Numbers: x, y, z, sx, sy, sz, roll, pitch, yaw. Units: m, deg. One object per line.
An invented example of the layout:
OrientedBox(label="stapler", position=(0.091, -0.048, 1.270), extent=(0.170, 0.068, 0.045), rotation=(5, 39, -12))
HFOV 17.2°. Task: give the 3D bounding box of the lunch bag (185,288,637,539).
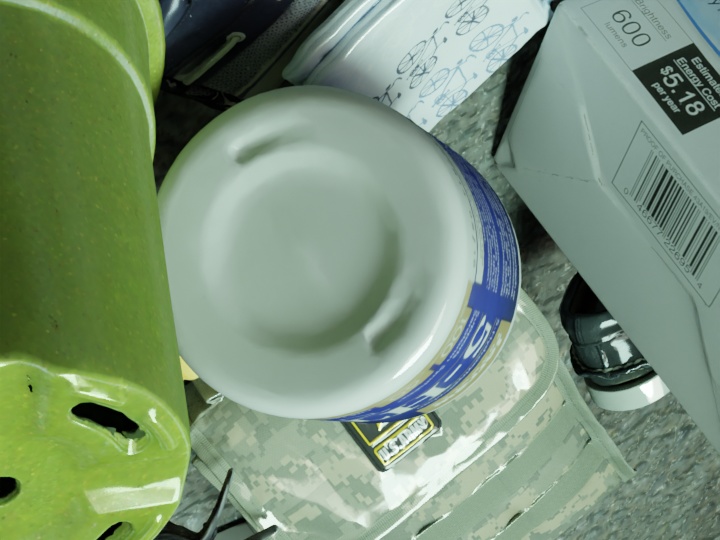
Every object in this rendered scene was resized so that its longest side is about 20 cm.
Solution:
OrientedBox(label="lunch bag", position=(0.017, 0.072, 1.122), extent=(0.164, 0.118, 0.200), rotation=(-39, 139, -2))

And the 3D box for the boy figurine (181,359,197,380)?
OrientedBox(label="boy figurine", position=(-0.120, 0.038, 0.987), extent=(0.199, 0.064, 0.125), rotation=(-29, 145, -23))

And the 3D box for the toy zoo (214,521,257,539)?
OrientedBox(label="toy zoo", position=(-0.109, 0.197, 1.204), extent=(0.199, 0.020, 0.132), rotation=(-20, 139, -31))

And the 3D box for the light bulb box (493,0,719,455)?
OrientedBox(label="light bulb box", position=(0.205, -0.049, 1.098), extent=(0.199, 0.199, 0.125), rotation=(-25, 157, -27))

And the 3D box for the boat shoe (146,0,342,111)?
OrientedBox(label="boat shoe", position=(-0.028, -0.145, 0.875), extent=(0.093, 0.075, 0.200), rotation=(5, 124, -57))

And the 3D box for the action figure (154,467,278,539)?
OrientedBox(label="action figure", position=(-0.127, 0.167, 1.042), extent=(0.199, 0.102, 0.119), rotation=(-31, 119, 13))

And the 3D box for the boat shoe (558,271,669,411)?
OrientedBox(label="boat shoe", position=(0.161, -0.020, 1.179), extent=(0.060, 0.075, 0.200), rotation=(60, 44, -31))

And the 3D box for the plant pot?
OrientedBox(label="plant pot", position=(-0.137, 0.005, 0.777), extent=(0.199, 0.190, 0.201), rotation=(-14, 142, -11))

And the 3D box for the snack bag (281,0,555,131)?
OrientedBox(label="snack bag", position=(0.060, -0.127, 0.976), extent=(0.200, 0.021, 0.189), rotation=(-45, 167, 4))

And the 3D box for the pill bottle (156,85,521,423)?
OrientedBox(label="pill bottle", position=(0.000, 0.000, 0.934), extent=(0.120, 0.120, 0.200), rotation=(-48, 168, 6))
